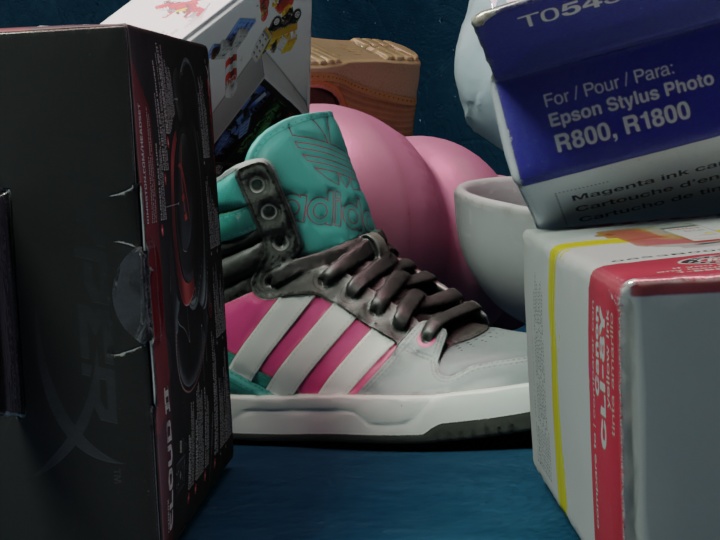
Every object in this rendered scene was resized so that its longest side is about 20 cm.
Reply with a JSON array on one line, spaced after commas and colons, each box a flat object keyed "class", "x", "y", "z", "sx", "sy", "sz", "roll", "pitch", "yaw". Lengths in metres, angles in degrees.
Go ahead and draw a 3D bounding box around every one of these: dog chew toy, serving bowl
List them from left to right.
[{"class": "dog chew toy", "x": 0.018, "y": -0.011, "z": 1.016, "sx": 0.200, "sy": 0.125, "sz": 0.124, "roll": 4, "pitch": -1, "yaw": -40}, {"class": "serving bowl", "x": 0.138, "y": 0.002, "z": 0.916, "sx": 0.200, "sy": 0.066, "sz": 0.200, "roll": 3, "pitch": 8, "yaw": 0}]

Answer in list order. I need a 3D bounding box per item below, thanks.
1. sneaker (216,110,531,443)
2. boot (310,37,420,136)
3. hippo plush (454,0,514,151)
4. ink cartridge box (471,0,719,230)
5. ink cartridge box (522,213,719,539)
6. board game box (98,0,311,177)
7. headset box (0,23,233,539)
[{"class": "sneaker", "x": 0.000, "y": 0.000, "z": 0.811, "sx": 0.200, "sy": 0.121, "sz": 0.084, "roll": -1, "pitch": 5, "yaw": 21}, {"class": "boot", "x": -0.055, "y": -0.038, "z": 1.070, "sx": 0.200, "sy": 0.167, "sz": 0.072, "roll": 1, "pitch": 25, "yaw": -48}, {"class": "hippo plush", "x": 0.102, "y": -0.121, "z": 0.765, "sx": 0.200, "sy": 0.159, "sz": 0.161, "roll": -19, "pitch": -21, "yaw": -47}, {"class": "ink cartridge box", "x": 0.147, "y": -0.051, "z": 0.687, "sx": 0.196, "sy": 0.043, "sz": 0.200, "roll": -15, "pitch": -19, "yaw": 9}, {"class": "ink cartridge box", "x": 0.126, "y": 0.029, "z": 0.597, "sx": 0.145, "sy": 0.084, "sz": 0.200, "roll": -4, "pitch": 5, "yaw": -2}, {"class": "board game box", "x": -0.092, "y": -0.038, "z": 0.838, "sx": 0.035, "sy": 0.126, "sz": 0.200, "roll": 31, "pitch": 53, "yaw": 23}, {"class": "headset box", "x": -0.088, "y": 0.003, "z": 0.651, "sx": 0.075, "sy": 0.149, "sz": 0.200, "roll": -3, "pitch": 5, "yaw": 3}]
